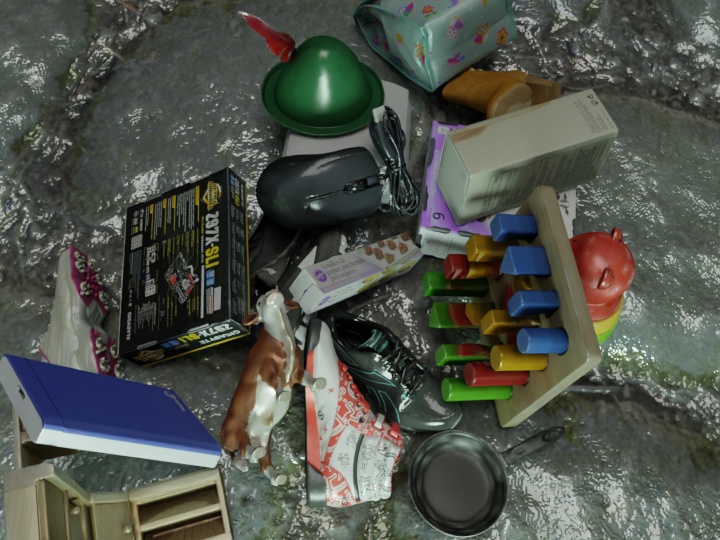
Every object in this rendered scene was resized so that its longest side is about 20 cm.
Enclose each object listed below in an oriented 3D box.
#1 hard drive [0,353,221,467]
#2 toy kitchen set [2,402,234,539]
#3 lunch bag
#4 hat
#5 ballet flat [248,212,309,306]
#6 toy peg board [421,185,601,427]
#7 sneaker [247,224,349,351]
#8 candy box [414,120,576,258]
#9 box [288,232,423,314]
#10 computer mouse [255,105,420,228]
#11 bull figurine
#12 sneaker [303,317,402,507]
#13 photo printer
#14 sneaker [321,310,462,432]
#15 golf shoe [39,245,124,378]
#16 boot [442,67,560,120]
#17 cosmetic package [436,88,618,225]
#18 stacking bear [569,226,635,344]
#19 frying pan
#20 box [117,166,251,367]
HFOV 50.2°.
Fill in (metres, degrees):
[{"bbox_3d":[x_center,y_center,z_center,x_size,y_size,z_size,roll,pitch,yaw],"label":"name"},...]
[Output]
[{"bbox_3d":[-0.249,0.143,0.774,0.131,0.198,0.026,33,96,44],"label":"hard drive"},{"bbox_3d":[-0.233,0.198,0.755,0.177,0.201,0.166,-12,65,-10],"label":"toy kitchen set"},{"bbox_3d":[0.101,-0.372,1.111,0.169,0.123,0.200,-32,46,-14],"label":"lunch bag"},{"bbox_3d":[-0.046,-0.280,0.933,0.162,0.178,0.203,4,48,0],"label":"hat"},{"bbox_3d":[-0.111,-0.037,0.963,0.065,0.057,0.202,23,63,8],"label":"ballet flat"},{"bbox_3d":[0.148,0.045,0.845,0.096,0.200,0.204,1,61,-18],"label":"toy peg board"},{"bbox_3d":[-0.079,0.011,0.921,0.090,0.066,0.203,35,63,-22],"label":"sneaker"},{"bbox_3d":[0.177,-0.094,1.003,0.196,0.072,0.171,9,62,1],"label":"candy box"},{"bbox_3d":[0.000,0.000,0.907,0.039,0.042,0.199,51,38,15],"label":"box"},{"bbox_3d":[-0.034,-0.104,0.917,0.196,0.141,0.053,-14,21,7],"label":"computer mouse"},{"bbox_3d":[-0.097,0.124,0.821,0.064,0.203,0.121,8,20,-31],"label":"bull figurine"},{"bbox_3d":[-0.009,0.155,0.853,0.105,0.067,0.206,-1,80,-6],"label":"sneaker"},{"bbox_3d":[-0.014,-0.185,1.020,0.163,0.070,0.203,7,49,0],"label":"photo printer"},{"bbox_3d":[0.031,0.116,0.882,0.198,0.080,0.076,30,58,9],"label":"sneaker"},{"bbox_3d":[-0.338,0.063,0.891,0.090,0.076,0.202,-25,57,5],"label":"golf shoe"},{"bbox_3d":[0.168,-0.227,1.032,0.142,0.072,0.200,15,30,32],"label":"boot"},{"bbox_3d":[0.197,-0.137,0.929,0.196,0.106,0.072,-17,63,-13],"label":"cosmetic package"},{"bbox_3d":[0.246,0.027,0.874,0.112,0.201,0.123,25,64,9],"label":"stacking bear"},{"bbox_3d":[0.132,0.213,0.869,0.115,0.031,0.190,40,64,15],"label":"frying pan"},{"bbox_3d":[-0.207,-0.005,0.906,0.157,0.049,0.204,-17,61,19],"label":"box"}]
